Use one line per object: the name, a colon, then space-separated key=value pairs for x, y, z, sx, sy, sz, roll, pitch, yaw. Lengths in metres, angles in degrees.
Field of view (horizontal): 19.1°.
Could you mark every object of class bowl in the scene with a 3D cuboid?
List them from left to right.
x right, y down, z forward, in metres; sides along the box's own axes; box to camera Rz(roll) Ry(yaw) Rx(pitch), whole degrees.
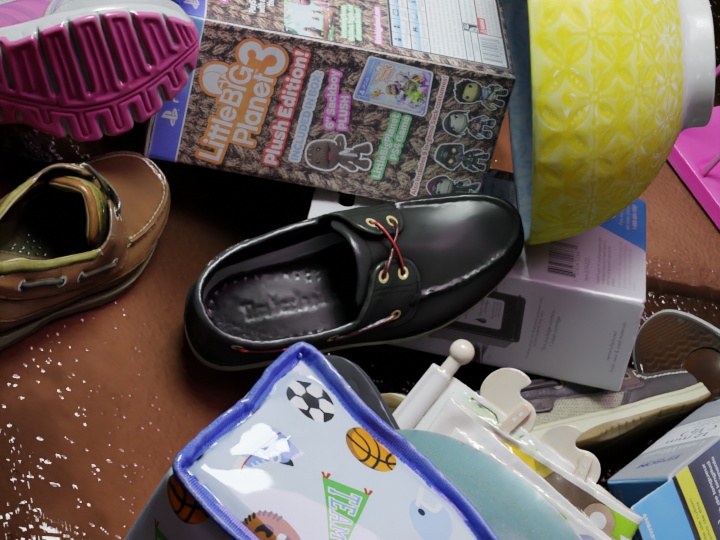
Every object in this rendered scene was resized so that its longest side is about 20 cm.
bowl: x=0.139 y=-0.117 z=1.192 sx=0.106 sy=0.201 sz=0.201 roll=-3 pitch=46 yaw=1

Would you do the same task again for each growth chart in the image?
growth chart: x=0.076 y=0.148 z=1.121 sx=0.200 sy=0.145 sz=0.018 roll=48 pitch=2 yaw=12

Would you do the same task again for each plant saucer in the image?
plant saucer: x=0.054 y=0.170 z=1.024 sx=0.027 sy=0.200 sz=0.200 roll=-34 pitch=78 yaw=-33

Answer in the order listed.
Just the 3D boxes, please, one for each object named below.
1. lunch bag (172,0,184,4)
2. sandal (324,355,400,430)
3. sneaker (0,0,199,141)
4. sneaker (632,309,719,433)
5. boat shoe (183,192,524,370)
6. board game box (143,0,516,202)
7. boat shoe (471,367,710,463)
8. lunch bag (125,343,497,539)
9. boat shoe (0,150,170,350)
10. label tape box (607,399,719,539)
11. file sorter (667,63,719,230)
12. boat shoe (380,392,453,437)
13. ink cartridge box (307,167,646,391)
lunch bag: x=-0.148 y=-0.255 z=1.165 sx=0.169 sy=0.124 sz=0.201 roll=29 pitch=44 yaw=-28
sandal: x=0.022 y=0.131 z=1.103 sx=0.200 sy=0.076 sz=0.043 roll=46 pitch=3 yaw=14
sneaker: x=-0.187 y=-0.121 z=1.141 sx=0.198 sy=0.082 sz=0.089 roll=-8 pitch=43 yaw=-9
sneaker: x=0.251 y=0.111 z=1.371 sx=0.200 sy=0.073 sz=0.085 roll=49 pitch=4 yaw=22
boat shoe: x=0.001 y=0.003 z=1.164 sx=0.200 sy=0.063 sz=0.074 roll=-17 pitch=78 yaw=-12
board game box: x=-0.020 y=-0.130 z=1.261 sx=0.198 sy=0.098 sz=0.160 roll=10 pitch=33 yaw=-8
boat shoe: x=0.132 y=0.080 z=1.276 sx=0.200 sy=0.072 sz=0.066 roll=-14 pitch=68 yaw=-42
lunch bag: x=-0.015 y=0.168 z=0.964 sx=0.200 sy=0.170 sz=0.124 roll=42 pitch=49 yaw=5
boat shoe: x=-0.151 y=-0.020 z=1.128 sx=0.072 sy=0.068 sz=0.200 roll=41 pitch=36 yaw=2
label tape box: x=0.203 y=0.167 z=1.217 sx=0.199 sy=0.066 sz=0.145 roll=-27 pitch=97 yaw=-49
file sorter: x=0.341 y=-0.074 z=1.566 sx=0.138 sy=0.126 sz=0.201 roll=-13 pitch=62 yaw=-47
boat shoe: x=0.075 y=0.144 z=1.172 sx=0.200 sy=0.073 sz=0.065 roll=47 pitch=22 yaw=9
ink cartridge box: x=0.066 y=-0.006 z=1.265 sx=0.198 sy=0.067 sz=0.116 roll=12 pitch=34 yaw=1
